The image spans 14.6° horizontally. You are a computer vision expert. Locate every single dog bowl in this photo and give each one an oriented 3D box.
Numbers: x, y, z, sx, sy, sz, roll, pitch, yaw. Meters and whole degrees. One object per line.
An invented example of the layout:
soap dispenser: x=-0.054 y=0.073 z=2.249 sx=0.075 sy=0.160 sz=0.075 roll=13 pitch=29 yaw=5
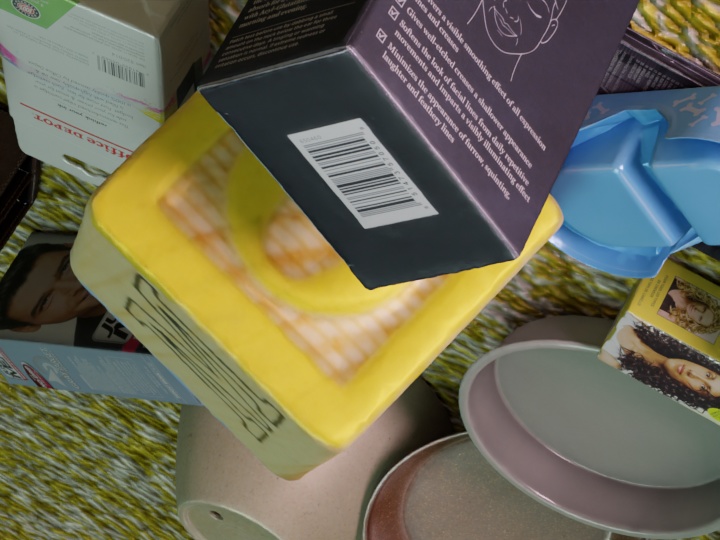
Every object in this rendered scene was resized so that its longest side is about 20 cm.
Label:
dog bowl: x=0.172 y=-0.050 z=1.536 sx=0.200 sy=0.050 sz=0.111 roll=-2 pitch=138 yaw=44

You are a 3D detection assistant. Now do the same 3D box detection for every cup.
cup: x=-0.053 y=0.136 z=2.005 sx=0.200 sy=0.143 sz=0.200 roll=23 pitch=151 yaw=13

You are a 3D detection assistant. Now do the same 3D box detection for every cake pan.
cake pan: x=0.163 y=0.099 z=1.821 sx=0.200 sy=0.037 sz=0.200 roll=18 pitch=145 yaw=13

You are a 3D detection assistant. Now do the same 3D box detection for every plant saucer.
plant saucer: x=0.102 y=0.179 z=1.967 sx=0.200 sy=0.037 sz=0.200 roll=2 pitch=124 yaw=3

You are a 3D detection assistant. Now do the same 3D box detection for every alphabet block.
alphabet block: x=-0.032 y=-0.017 z=1.594 sx=0.196 sy=0.195 sz=0.200 roll=43 pitch=168 yaw=0

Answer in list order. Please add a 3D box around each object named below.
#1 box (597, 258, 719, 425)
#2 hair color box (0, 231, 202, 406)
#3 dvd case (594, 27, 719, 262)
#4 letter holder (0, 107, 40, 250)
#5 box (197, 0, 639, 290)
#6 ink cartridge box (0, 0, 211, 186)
box: x=0.247 y=0.069 z=1.699 sx=0.200 sy=0.050 sz=0.075 roll=28 pitch=153 yaw=4
hair color box: x=-0.174 y=0.032 z=1.995 sx=0.200 sy=0.099 sz=0.061 roll=4 pitch=143 yaw=41
dvd case: x=0.156 y=-0.080 z=1.573 sx=0.200 sy=0.016 sz=0.149 roll=29 pitch=152 yaw=3
letter holder: x=-0.341 y=-0.067 z=1.943 sx=0.200 sy=0.142 sz=0.101 roll=28 pitch=153 yaw=5
box: x=0.035 y=-0.117 z=1.410 sx=0.107 sy=0.200 sz=0.148 roll=-11 pitch=129 yaw=42
ink cartridge box: x=-0.156 y=-0.130 z=1.738 sx=0.117 sy=0.067 sz=0.200 roll=24 pitch=151 yaw=11
